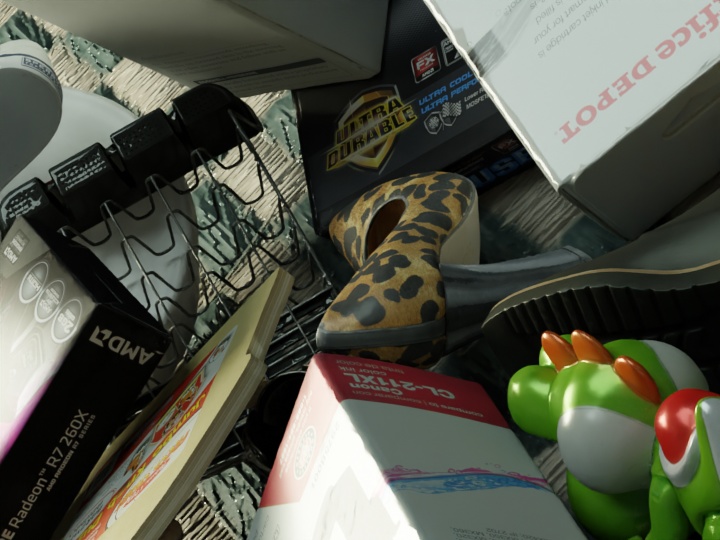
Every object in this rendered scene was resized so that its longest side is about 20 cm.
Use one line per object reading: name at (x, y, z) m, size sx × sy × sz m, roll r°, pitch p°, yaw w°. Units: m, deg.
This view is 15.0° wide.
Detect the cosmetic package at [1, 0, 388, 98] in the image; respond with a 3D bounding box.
cosmetic package at (-0.087, -0.216, 1.406) m, size 0.123 × 0.200 × 0.199 m, roll -6°, pitch 70°, yaw 39°

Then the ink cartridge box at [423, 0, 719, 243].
ink cartridge box at (0.117, -0.137, 1.287) m, size 0.145 × 0.084 × 0.200 m, roll -40°, pitch 56°, yaw 12°

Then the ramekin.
ramekin at (-0.180, 0.006, 1.508) m, size 0.202 × 0.094 × 0.202 m, roll -3°, pitch 68°, yaw 8°

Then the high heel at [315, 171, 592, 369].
high heel at (0.000, 0.000, 1.300) m, size 0.143 × 0.071 × 0.200 m, roll -13°, pitch 16°, yaw -31°

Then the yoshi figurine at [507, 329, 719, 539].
yoshi figurine at (0.141, 0.086, 1.055) m, size 0.200 × 0.112 × 0.112 m, roll 27°, pitch 115°, yaw 48°

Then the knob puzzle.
knob puzzle at (-0.097, 0.109, 1.245) m, size 0.220 × 0.030 × 0.220 m, roll -49°, pitch 11°, yaw 13°

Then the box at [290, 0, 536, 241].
box at (0.047, -0.137, 1.431) m, size 0.200 × 0.050 × 0.199 m, roll -28°, pitch 59°, yaw 32°

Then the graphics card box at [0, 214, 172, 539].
graphics card box at (-0.180, 0.084, 1.333) m, size 0.200 × 0.051 × 0.125 m, roll -57°, pitch 32°, yaw 6°

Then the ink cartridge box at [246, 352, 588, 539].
ink cartridge box at (0.019, 0.142, 1.073) m, size 0.200 × 0.083 × 0.146 m, roll -124°, pitch 51°, yaw -63°

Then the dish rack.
dish rack at (-0.089, 0.010, 1.411) m, size 0.153 × 0.055 × 0.200 m, roll -30°, pitch 69°, yaw -1°

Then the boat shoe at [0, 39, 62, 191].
boat shoe at (-0.235, -0.045, 1.453) m, size 0.200 × 0.074 × 0.065 m, roll -37°, pitch 24°, yaw 10°

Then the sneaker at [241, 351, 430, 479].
sneaker at (-0.010, 0.063, 1.256) m, size 0.075 × 0.106 × 0.200 m, roll -43°, pitch 27°, yaw 6°

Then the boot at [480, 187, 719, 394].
boot at (0.159, -0.016, 1.175) m, size 0.200 × 0.077 × 0.138 m, roll -10°, pitch 38°, yaw 31°
